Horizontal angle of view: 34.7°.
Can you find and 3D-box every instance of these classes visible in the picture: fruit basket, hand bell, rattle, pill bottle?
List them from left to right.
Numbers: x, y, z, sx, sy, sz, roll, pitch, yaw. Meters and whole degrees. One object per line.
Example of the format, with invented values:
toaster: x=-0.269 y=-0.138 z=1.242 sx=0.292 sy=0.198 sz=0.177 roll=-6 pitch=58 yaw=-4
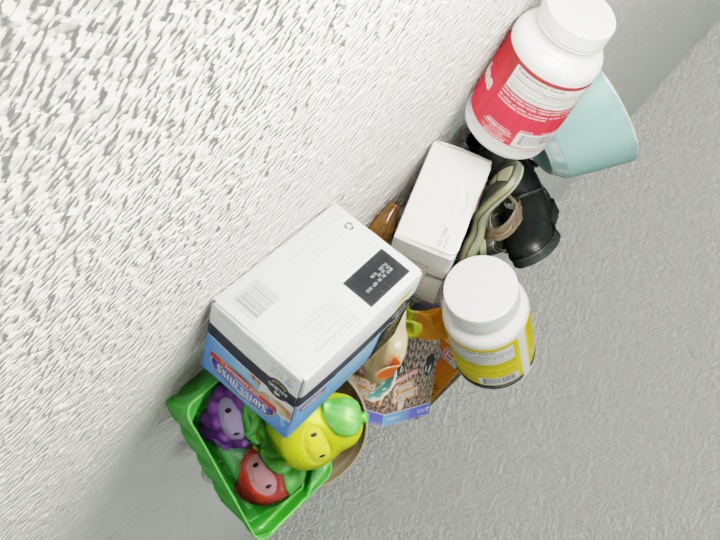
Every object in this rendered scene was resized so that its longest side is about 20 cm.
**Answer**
fruit basket: x=-0.097 y=0.191 z=1.313 sx=0.155 sy=0.216 sz=0.216 roll=-41 pitch=169 yaw=-32
hand bell: x=0.000 y=0.000 z=1.510 sx=0.200 sy=0.104 sz=0.104 roll=-61 pitch=167 yaw=13
rattle: x=0.072 y=0.113 z=1.509 sx=0.130 sy=0.143 sz=0.200 roll=-58 pitch=-162 yaw=8
pill bottle: x=0.168 y=0.069 z=1.509 sx=0.114 sy=0.114 sz=0.200 roll=-44 pitch=152 yaw=-14
pill bottle: x=0.208 y=-0.229 z=1.327 sx=0.112 sy=0.112 sz=0.200 roll=-39 pitch=168 yaw=-38

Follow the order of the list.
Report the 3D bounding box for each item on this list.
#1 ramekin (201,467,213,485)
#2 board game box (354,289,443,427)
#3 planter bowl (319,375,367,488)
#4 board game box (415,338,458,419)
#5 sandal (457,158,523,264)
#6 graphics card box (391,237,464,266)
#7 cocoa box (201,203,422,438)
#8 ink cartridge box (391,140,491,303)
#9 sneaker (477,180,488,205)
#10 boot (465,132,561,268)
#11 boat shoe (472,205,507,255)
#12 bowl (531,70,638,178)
ramekin: x=-0.126 y=0.247 z=1.636 sx=0.202 sy=0.094 sz=0.202 roll=-3 pitch=156 yaw=-1
board game box: x=0.042 y=0.115 z=1.699 sx=0.159 sy=0.097 sz=0.201 roll=-3 pitch=103 yaw=-62
planter bowl: x=-0.094 y=0.166 z=1.482 sx=0.200 sy=0.200 sz=0.135 roll=-49 pitch=-162 yaw=16
board game box: x=0.118 y=0.087 z=1.976 sx=0.200 sy=0.200 sz=0.200 roll=-38 pitch=167 yaw=-42
sandal: x=0.172 y=-0.067 z=1.444 sx=0.201 sy=0.057 sz=0.080 roll=107 pitch=7 yaw=-56
graphics card box: x=0.111 y=-0.028 z=1.729 sx=0.125 sy=0.051 sz=0.200 roll=-4 pitch=170 yaw=3
cocoa box: x=-0.054 y=0.053 z=1.243 sx=0.200 sy=0.133 sz=0.131 roll=-42 pitch=164 yaw=-33
ink cartridge box: x=0.097 y=-0.061 z=1.505 sx=0.200 sy=0.083 sz=0.147 roll=100 pitch=12 yaw=-72
sneaker: x=0.170 y=-0.124 z=1.680 sx=0.105 sy=0.075 sz=0.200 roll=-54 pitch=179 yaw=-31
boot: x=0.201 y=-0.110 z=1.535 sx=0.073 sy=0.163 sz=0.198 roll=-25 pitch=-162 yaw=24
boat shoe: x=0.199 y=-0.059 z=1.624 sx=0.066 sy=0.072 sz=0.201 roll=-5 pitch=-178 yaw=13
bowl: x=0.261 y=-0.200 z=1.499 sx=0.105 sy=0.201 sz=0.201 roll=-34 pitch=170 yaw=0
